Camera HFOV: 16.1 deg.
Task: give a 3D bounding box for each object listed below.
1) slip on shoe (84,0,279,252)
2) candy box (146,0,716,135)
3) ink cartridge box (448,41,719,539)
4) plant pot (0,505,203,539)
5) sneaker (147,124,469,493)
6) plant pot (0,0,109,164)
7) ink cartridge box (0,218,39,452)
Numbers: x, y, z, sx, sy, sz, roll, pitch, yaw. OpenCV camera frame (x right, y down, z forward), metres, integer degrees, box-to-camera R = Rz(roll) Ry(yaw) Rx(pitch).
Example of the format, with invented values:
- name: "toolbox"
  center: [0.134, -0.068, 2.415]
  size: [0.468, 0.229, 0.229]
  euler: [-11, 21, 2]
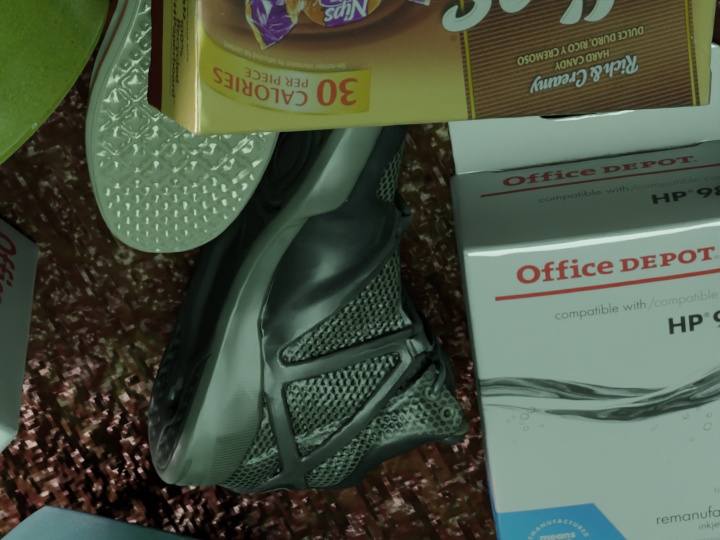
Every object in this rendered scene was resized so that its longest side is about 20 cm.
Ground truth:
- name: "slip on shoe"
  center: [-0.062, -0.100, 0.923]
  size: [0.073, 0.061, 0.201]
  euler: [1, 116, -9]
- name: "candy box"
  center: [0.028, -0.112, 0.876]
  size: [0.199, 0.056, 0.118]
  euler: [-4, 107, -22]
- name: "ink cartridge box"
  center: [0.099, 0.020, 0.994]
  size: [0.115, 0.067, 0.201]
  euler: [-8, 119, 3]
- name: "plant pot"
  center: [-0.099, 0.170, 1.019]
  size: [0.199, 0.200, 0.136]
  euler: [14, 82, -10]
- name: "sneaker"
  center: [0.000, 0.000, 0.979]
  size: [0.114, 0.076, 0.201]
  euler: [11, 110, -25]
- name: "plant pot"
  center: [-0.188, -0.123, 0.843]
  size: [0.200, 0.201, 0.193]
  euler: [-33, 124, 15]
- name: "ink cartridge box"
  center: [-0.220, -0.004, 0.923]
  size: [0.200, 0.145, 0.084]
  euler: [37, 111, -21]
